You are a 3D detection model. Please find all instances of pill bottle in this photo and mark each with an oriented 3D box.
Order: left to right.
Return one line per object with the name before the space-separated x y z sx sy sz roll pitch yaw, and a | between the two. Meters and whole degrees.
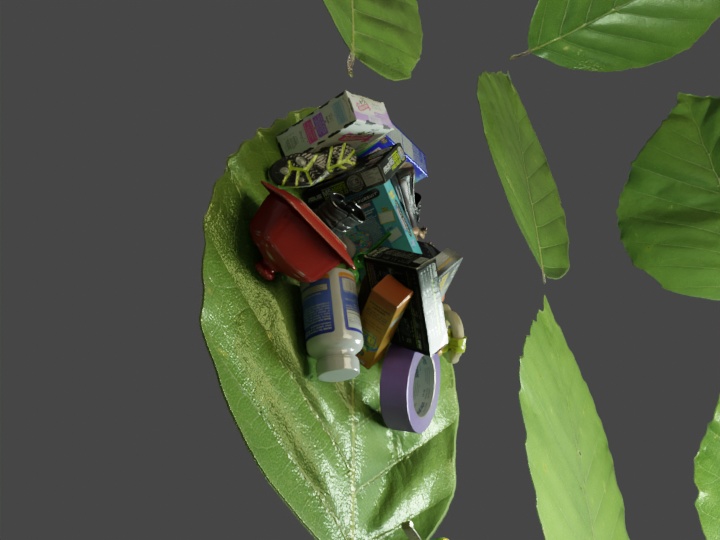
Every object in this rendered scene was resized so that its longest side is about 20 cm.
pill bottle | -0.054 0.106 1.360 0.112 0.111 0.202 24 51 -51

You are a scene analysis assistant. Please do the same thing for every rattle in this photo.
rattle | 0.181 0.144 1.810 0.131 0.141 0.201 82 -9 -53

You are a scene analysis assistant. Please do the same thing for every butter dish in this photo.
butter dish | -0.135 -0.046 1.306 0.200 0.148 0.199 45 -3 -27

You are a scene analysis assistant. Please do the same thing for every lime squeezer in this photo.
lime squeezer | 0.000 0.000 1.558 0.038 0.070 0.201 44 73 -39

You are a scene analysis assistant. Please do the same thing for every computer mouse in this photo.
computer mouse | 0.134 -0.037 1.717 0.199 0.053 0.139 20 30 -42

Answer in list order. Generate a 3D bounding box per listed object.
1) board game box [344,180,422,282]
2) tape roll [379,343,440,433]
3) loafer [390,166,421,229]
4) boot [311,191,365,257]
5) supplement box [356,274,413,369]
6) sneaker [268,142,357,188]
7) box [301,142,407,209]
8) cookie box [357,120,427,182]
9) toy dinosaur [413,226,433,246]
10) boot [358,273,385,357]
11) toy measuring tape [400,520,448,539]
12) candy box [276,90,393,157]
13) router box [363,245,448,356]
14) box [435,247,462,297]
board game box | 0.033 -0.091 1.594 0.202 0.150 0.047 66 26 -4
tape roll | 0.109 0.244 1.517 0.200 0.065 0.203 -6 96 -64
loafer | 0.119 -0.167 1.652 0.200 0.062 0.072 61 10 -54
boot | -0.038 -0.086 1.493 0.199 0.131 0.070 27 47 -50
supplement box | 0.036 0.106 1.403 0.066 0.201 0.069 34 45 15
sneaker | -0.103 -0.209 1.489 0.198 0.076 0.076 -16 83 -26
box | -0.012 -0.206 1.547 0.045 0.198 0.160 64 30 -17
cookie box | 0.039 -0.266 1.707 0.200 0.170 0.076 34 40 -44
toy dinosaur | 0.116 -0.068 1.793 0.135 0.085 0.202 -23 95 -61
boot | 0.064 0.078 1.560 0.155 0.072 0.201 42 67 -40
toy measuring tape | 0.145 0.556 1.435 0.201 0.073 0.074 56 31 -21
candy box | -0.054 -0.300 1.539 0.167 0.199 0.072 -5 71 -59
router box | 0.092 0.060 1.429 0.062 0.149 0.202 -29 120 -37
box | 0.153 0.061 1.650 0.048 0.201 0.158 33 31 16
